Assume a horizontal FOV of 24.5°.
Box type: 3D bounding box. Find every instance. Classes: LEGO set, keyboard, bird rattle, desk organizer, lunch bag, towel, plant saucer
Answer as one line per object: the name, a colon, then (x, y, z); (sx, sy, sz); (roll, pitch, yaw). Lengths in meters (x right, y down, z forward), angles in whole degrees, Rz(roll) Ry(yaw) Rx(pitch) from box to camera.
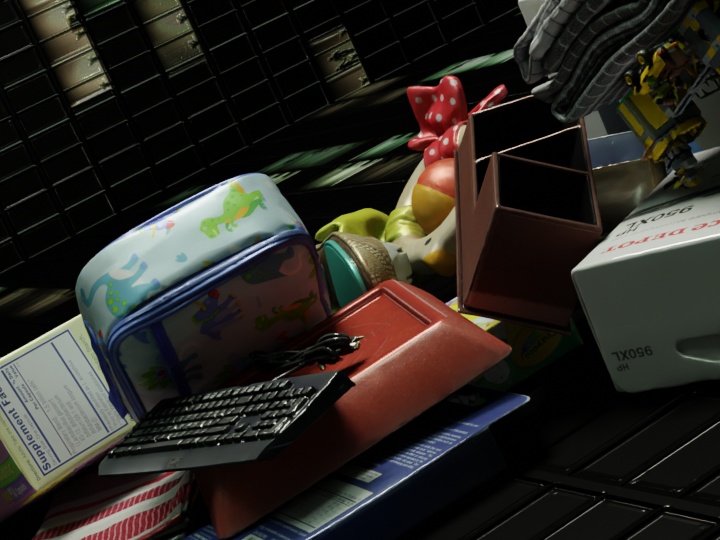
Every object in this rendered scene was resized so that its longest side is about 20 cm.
LEGO set: (0.257, -0.106, 0.946); (0.200, 0.116, 0.154); (-25, -18, -30)
keyboard: (-0.072, 0.078, 0.993); (0.127, 0.021, 0.200); (-41, 17, -35)
bird rattle: (0.071, -0.062, 1.335); (0.200, 0.113, 0.163); (-52, 25, -5)
desk organizer: (0.104, -0.052, 1.062); (0.072, 0.077, 0.200); (12, 33, -5)
lunch bag: (-0.101, 0.038, 1.115); (0.161, 0.082, 0.200); (-28, -30, -12)
towel: (0.195, -0.175, 0.983); (0.166, 0.086, 0.200); (-28, -16, -30)
towel: (-0.171, 0.168, 1.162); (0.144, 0.023, 0.200); (-25, 11, 6)
plant saucer: (-0.022, 0.071, 1.028); (0.200, 0.037, 0.200); (-32, 12, -5)

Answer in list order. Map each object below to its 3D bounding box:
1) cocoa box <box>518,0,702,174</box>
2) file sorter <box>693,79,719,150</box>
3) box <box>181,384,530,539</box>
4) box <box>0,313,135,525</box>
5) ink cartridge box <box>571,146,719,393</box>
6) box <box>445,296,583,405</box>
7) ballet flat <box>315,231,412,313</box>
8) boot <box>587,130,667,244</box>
cocoa box: (0.244, -0.165, 1.348); (0.131, 0.200, 0.133); (-15, 14, 39)
file sorter: (0.292, -0.172, 1.197); (0.125, 0.200, 0.139); (-55, 23, -23)
box: (-0.001, 0.127, 0.950); (0.200, 0.032, 0.121); (-31, 12, -19)
box: (-0.216, 0.100, 1.278); (0.200, 0.097, 0.176); (-31, -3, -33)
ink cartridge box: (0.234, -0.016, 0.974); (0.145, 0.084, 0.200); (-15, 15, 37)
box: (0.056, 0.061, 1.105); (0.200, 0.048, 0.117); (-31, 12, -17)
ballet flat: (0.000, 0.000, 1.218); (0.065, 0.071, 0.200); (-17, 7, -16)
boot: (0.150, -0.042, 1.203); (0.075, 0.097, 0.200); (8, -10, -43)
